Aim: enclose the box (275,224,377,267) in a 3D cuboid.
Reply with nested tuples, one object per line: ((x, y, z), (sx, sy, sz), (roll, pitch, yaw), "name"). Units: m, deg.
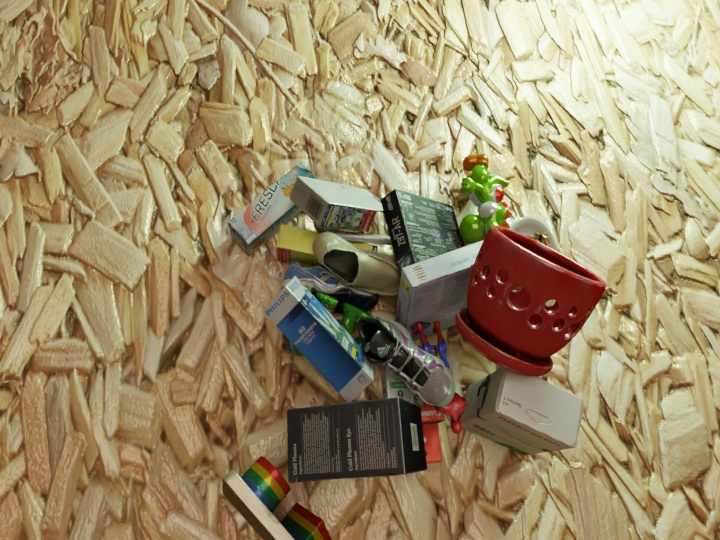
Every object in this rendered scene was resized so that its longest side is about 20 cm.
((-0.067, -0.034, 1.038), (0.193, 0.076, 0.052), (13, 68, -5), "box")

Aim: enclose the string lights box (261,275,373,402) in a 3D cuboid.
((-0.065, 0.109, 0.858), (0.059, 0.103, 0.200), (-42, 95, 7), "string lights box")

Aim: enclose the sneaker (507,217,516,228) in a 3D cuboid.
((0.300, -0.023, 1.091), (0.069, 0.073, 0.205), (19, 68, 2), "sneaker")

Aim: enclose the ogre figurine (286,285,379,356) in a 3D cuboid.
((-0.051, 0.115, 0.964), (0.097, 0.198, 0.123), (24, 91, 43), "ogre figurine")

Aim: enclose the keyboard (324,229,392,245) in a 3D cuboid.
((0.027, -0.065, 1.048), (0.194, 0.056, 0.011), (5, 109, -26), "keyboard")

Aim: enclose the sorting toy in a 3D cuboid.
((-0.121, 0.381, 0.813), (0.200, 0.200, 0.069), (44, 61, 9), "sorting toy")

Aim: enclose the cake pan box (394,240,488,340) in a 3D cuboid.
((0.163, 0.041, 0.985), (0.194, 0.187, 0.053), (-19, 56, -14), "cake pan box")

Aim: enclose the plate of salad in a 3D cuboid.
((0.352, -0.006, 1.066), (0.195, 0.047, 0.208), (0, 90, -35), "plate of salad")

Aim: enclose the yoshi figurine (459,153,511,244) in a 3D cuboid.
((0.239, -0.135, 1.096), (0.109, 0.113, 0.205), (12, 53, -20), "yoshi figurine")

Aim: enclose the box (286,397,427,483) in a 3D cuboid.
((0.000, 0.271, 0.839), (0.176, 0.200, 0.108), (-10, 70, 13), "box")

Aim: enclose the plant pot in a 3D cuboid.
((0.260, 0.053, 0.846), (0.195, 0.201, 0.187), (23, 104, 1), "plant pot")

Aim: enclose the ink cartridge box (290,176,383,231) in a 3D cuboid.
((-0.030, -0.125, 1.036), (0.196, 0.051, 0.109), (3, 31, -47), "ink cartridge box")

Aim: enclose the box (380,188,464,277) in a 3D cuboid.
((0.134, -0.062, 1.037), (0.196, 0.043, 0.165), (5, 64, -47), "box")

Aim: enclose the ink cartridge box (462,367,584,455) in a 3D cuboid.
((0.271, 0.248, 0.917), (0.142, 0.201, 0.086), (24, 66, 1), "ink cartridge box")

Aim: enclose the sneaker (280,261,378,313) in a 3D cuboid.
((-0.055, 0.029, 1.015), (0.194, 0.076, 0.079), (13, 50, -16), "sneaker")

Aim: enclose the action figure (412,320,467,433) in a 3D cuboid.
((0.141, 0.203, 0.942), (0.063, 0.101, 0.204), (-5, 49, -10), "action figure")

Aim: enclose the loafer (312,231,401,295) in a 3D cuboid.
((0.000, 0.000, 0.967), (0.195, 0.077, 0.069), (22, 25, -12), "loafer")

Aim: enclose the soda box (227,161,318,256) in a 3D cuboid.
((-0.171, -0.124, 1.055), (0.064, 0.069, 0.200), (44, 70, 6), "soda box")

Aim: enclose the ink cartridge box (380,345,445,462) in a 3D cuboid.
((0.097, 0.245, 0.973), (0.105, 0.051, 0.207), (-1, 69, -9), "ink cartridge box")

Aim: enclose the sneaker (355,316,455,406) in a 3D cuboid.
((0.059, 0.145, 0.872), (0.199, 0.138, 0.079), (39, 99, 42), "sneaker")
